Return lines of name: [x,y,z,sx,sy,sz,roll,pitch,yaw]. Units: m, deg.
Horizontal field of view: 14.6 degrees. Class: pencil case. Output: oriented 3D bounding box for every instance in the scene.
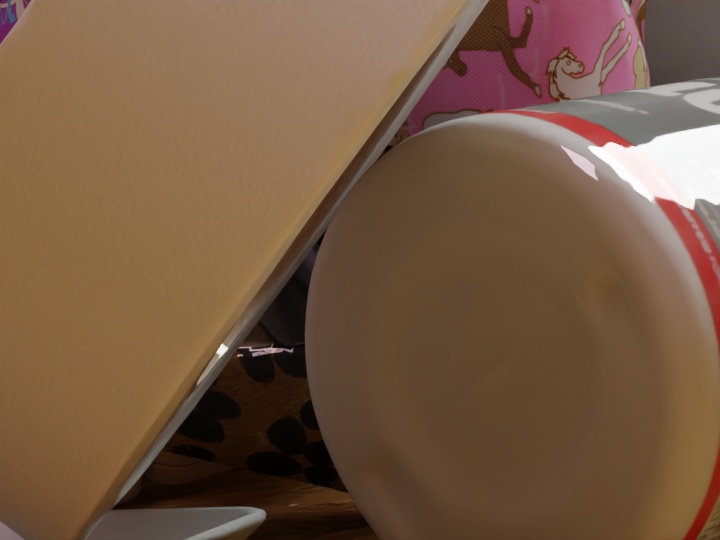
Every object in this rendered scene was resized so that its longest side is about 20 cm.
pencil case: [0.050,-0.040,0.790,0.082,0.201,0.087,-6,11,8]

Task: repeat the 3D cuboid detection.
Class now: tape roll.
tape roll: [-0.036,-0.033,0.643,0.071,0.203,0.202,36,7,0]

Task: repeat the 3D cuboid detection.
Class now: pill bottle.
pill bottle: [0.091,0.009,0.692,0.114,0.114,0.200,-2,7,41]

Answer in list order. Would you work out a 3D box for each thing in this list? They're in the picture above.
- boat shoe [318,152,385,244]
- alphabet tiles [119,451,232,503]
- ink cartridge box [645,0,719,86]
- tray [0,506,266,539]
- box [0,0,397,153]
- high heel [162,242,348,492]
boat shoe: [0.000,0.000,0.868,0.066,0.074,0.200,3,-10,36]
alphabet tiles: [-0.121,0.017,0.907,0.195,0.015,0.200,-14,35,-37]
ink cartridge box: [0.097,-0.161,0.909,0.144,0.147,0.200,-29,25,36]
tray: [-0.132,0.080,0.693,0.199,0.022,0.107,-3,7,27]
box: [-0.088,-0.064,0.928,0.143,0.036,0.200,15,-6,-33]
high heel: [-0.080,0.059,0.781,0.200,0.143,0.071,-40,8,12]
